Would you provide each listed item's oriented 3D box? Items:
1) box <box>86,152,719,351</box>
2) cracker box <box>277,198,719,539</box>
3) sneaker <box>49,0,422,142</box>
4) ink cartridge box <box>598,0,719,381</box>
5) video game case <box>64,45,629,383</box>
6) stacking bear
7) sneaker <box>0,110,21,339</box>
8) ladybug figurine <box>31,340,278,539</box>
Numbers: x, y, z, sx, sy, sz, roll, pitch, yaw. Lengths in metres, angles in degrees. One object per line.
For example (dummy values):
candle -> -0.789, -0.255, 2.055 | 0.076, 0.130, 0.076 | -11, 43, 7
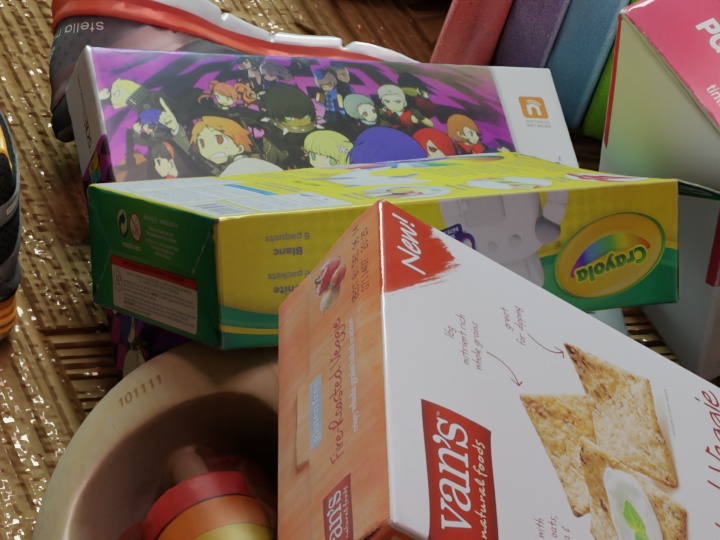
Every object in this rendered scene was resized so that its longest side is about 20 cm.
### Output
box -> 0.018, -0.011, 0.900 | 0.199, 0.049, 0.117 | -7, 11, -26
cracker box -> 0.070, 0.080, 0.762 | 0.199, 0.058, 0.134 | 28, 35, -23
sneaker -> -0.038, -0.052, 1.069 | 0.199, 0.077, 0.082 | 16, 66, -13
ink cartridge box -> 0.195, -0.064, 0.989 | 0.199, 0.145, 0.085 | -25, 59, -17
video game case -> 0.000, 0.000, 0.981 | 0.199, 0.036, 0.182 | 1, 56, -23
stacking bear -> 0.141, -0.096, 1.153 | 0.199, 0.114, 0.122 | 22, 36, 3
sneaker -> -0.172, -0.057, 0.992 | 0.078, 0.078, 0.200 | -8, 41, -29
ladybug figurine -> -0.033, 0.105, 0.807 | 0.135, 0.072, 0.200 | -30, 41, 9
